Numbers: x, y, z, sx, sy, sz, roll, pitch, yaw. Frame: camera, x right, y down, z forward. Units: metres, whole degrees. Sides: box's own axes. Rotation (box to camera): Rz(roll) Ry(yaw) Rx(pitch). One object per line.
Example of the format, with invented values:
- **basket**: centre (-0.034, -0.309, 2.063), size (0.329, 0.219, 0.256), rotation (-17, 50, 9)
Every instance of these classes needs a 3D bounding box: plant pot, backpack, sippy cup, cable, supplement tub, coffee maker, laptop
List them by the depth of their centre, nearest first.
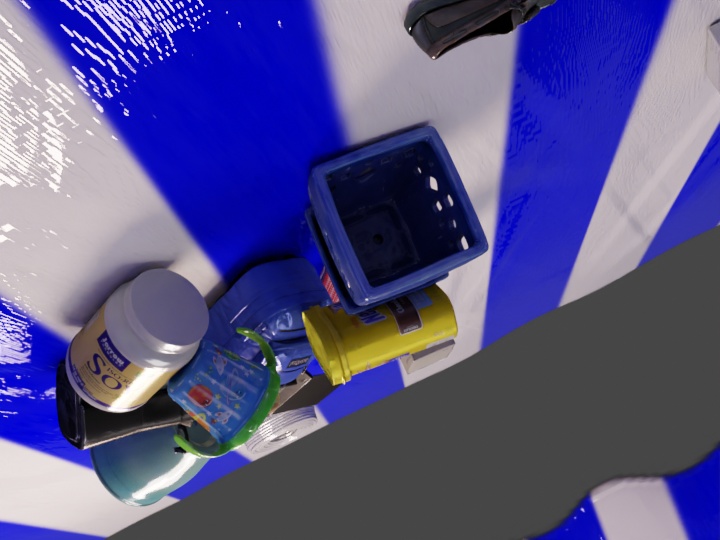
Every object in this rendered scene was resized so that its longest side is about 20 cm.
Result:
- **plant pot**: centre (0.037, -0.058, 1.434), size (0.199, 0.201, 0.180), rotation (-21, 169, -18)
- **supplement tub**: centre (-0.319, 0.101, 1.455), size (0.145, 0.146, 0.200), rotation (-7, 154, -46)
- **sippy cup**: centre (-0.207, 0.173, 1.491), size (0.140, 0.130, 0.178), rotation (-43, -160, 28)
- **backpack**: centre (-0.133, 0.080, 1.623), size (0.162, 0.168, 0.200), rotation (-14, 153, -47)
- **coffee maker**: centre (-0.378, 0.223, 1.642), size (0.199, 0.193, 0.135), rotation (-11, 173, -34)
- **plant pot**: centre (-0.353, 0.305, 1.841), size (0.187, 0.201, 0.200), rotation (-27, 164, 30)
- **laptop**: centre (-0.139, 0.203, 2.031), size (0.187, 0.200, 0.116), rotation (-44, -173, 43)
- **cable**: centre (-0.200, 0.390, 2.537), size (0.199, 0.069, 0.200), rotation (-24, 162, -6)

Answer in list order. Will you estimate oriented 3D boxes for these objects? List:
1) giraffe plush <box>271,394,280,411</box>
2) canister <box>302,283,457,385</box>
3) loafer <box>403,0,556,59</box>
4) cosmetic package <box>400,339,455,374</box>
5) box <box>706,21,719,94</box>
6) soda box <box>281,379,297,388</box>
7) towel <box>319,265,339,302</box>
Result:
- **giraffe plush**: centre (-0.243, 0.177, 1.781), size (0.172, 0.201, 0.162), rotation (19, 158, -27)
- **canister**: centre (0.028, 0.081, 1.508), size (0.199, 0.087, 0.149), rotation (-19, -157, -11)
- **loafer**: centre (0.146, -0.284, 1.154), size (0.199, 0.063, 0.072), rotation (-19, 161, -20)
- **cosmetic package**: centre (0.085, 0.073, 1.838), size (0.087, 0.201, 0.103), rotation (-22, 162, -13)
- **box**: centre (0.663, -0.342, 1.589), size (0.198, 0.131, 0.200), rotation (-29, 162, 11)
- **soda box**: centre (-0.209, 0.200, 1.912), size (0.071, 0.064, 0.200), rotation (-8, 175, -43)
- **towel**: centre (-0.049, 0.071, 1.807), size (0.145, 0.022, 0.200), rotation (-68, 160, -3)
